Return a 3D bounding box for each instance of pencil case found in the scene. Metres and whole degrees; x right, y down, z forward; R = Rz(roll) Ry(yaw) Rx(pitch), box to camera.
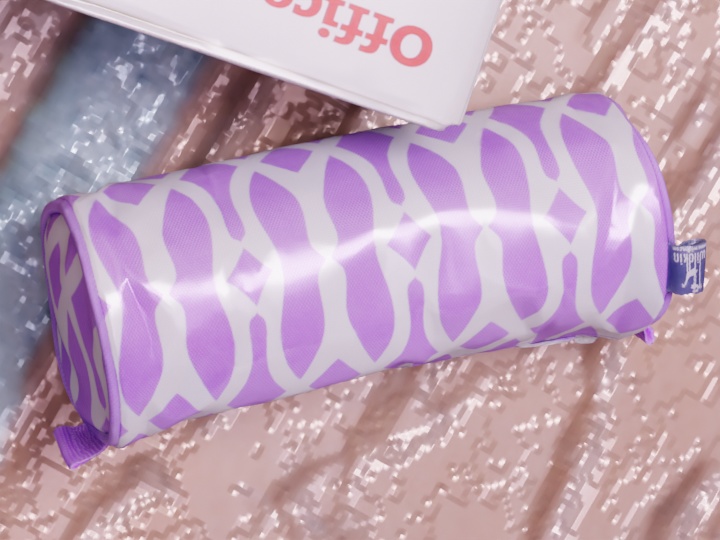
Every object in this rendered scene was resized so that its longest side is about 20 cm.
[{"bbox_3d":[0.000,0.000,0.927,0.200,0.084,0.086,-10,125,-14],"label":"pencil case"}]

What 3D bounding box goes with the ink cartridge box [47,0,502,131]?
[{"bbox_3d":[-0.015,-0.159,0.889,0.146,0.084,0.200,18,93,-19],"label":"ink cartridge box"}]
